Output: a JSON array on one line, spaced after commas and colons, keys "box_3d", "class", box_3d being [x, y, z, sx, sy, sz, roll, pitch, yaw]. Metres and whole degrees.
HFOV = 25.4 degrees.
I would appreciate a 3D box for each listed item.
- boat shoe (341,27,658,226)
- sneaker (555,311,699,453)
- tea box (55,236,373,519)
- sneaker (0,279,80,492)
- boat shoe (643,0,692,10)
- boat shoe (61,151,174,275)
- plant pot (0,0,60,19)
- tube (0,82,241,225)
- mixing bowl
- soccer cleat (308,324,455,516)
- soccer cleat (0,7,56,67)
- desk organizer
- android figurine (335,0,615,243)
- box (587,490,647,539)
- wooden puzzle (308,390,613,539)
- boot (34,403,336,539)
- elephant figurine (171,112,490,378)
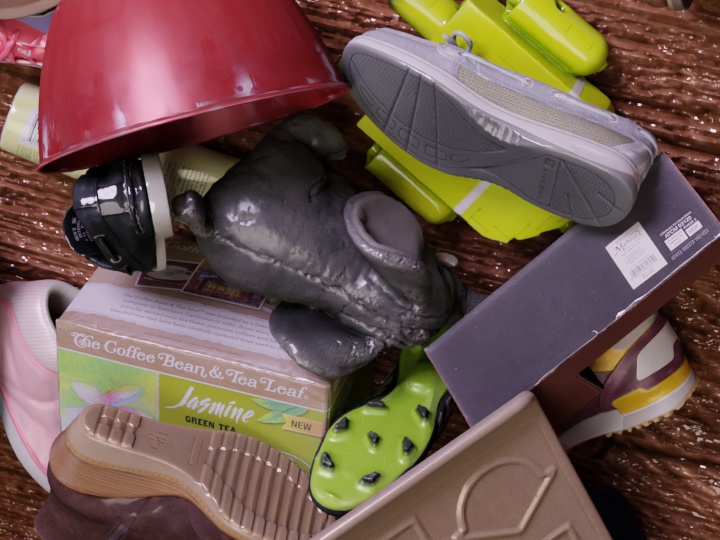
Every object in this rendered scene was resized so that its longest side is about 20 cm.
[{"box_3d": [0.084, -0.097, 0.985, 0.202, 0.065, 0.075, 25, 143, 12], "class": "boat shoe"}, {"box_3d": [0.132, 0.081, 1.119, 0.200, 0.075, 0.090, -27, 99, 24], "class": "sneaker"}, {"box_3d": [-0.102, 0.098, 1.159, 0.199, 0.134, 0.197, 12, 124, 11], "class": "tea box"}, {"box_3d": [-0.222, 0.094, 1.233, 0.104, 0.075, 0.201, -15, 110, 31], "class": "sneaker"}, {"box_3d": [0.151, -0.246, 0.915, 0.068, 0.072, 0.200, -3, 109, 25], "class": "boat shoe"}, {"box_3d": [-0.160, -0.033, 1.032, 0.066, 0.199, 0.075, -11, 91, -10], "class": "boat shoe"}, {"box_3d": [-0.231, -0.268, 1.007, 0.200, 0.093, 0.201, 8, 123, 13], "class": "plant pot"}, {"box_3d": [-0.153, -0.073, 1.130, 0.200, 0.052, 0.058, 21, 169, -5], "class": "tube"}, {"box_3d": [-0.116, -0.136, 0.980, 0.200, 0.200, 0.109, -15, 91, 25], "class": "mixing bowl"}, {"box_3d": [0.027, 0.108, 1.088, 0.067, 0.200, 0.081, 20, 133, 19], "class": "soccer cleat"}, {"box_3d": [-0.218, -0.158, 1.079, 0.200, 0.077, 0.067, 13, 123, 10], "class": "soccer cleat"}, {"box_3d": [0.148, 0.025, 1.022, 0.200, 0.072, 0.077, -41, 146, 14], "class": "desk organizer"}, {"box_3d": [0.084, -0.100, 1.037, 0.200, 0.041, 0.182, 38, 124, -6], "class": "android figurine"}, {"box_3d": [0.113, 0.265, 1.177, 0.148, 0.104, 0.200, 3, 127, -20], "class": "box"}, {"box_3d": [0.066, 0.190, 1.021, 0.185, 0.046, 0.200, -33, 121, -7], "class": "wooden puzzle"}, {"box_3d": [-0.125, 0.172, 1.107, 0.200, 0.072, 0.166, 25, 140, -2], "class": "boot"}, {"box_3d": [0.000, 0.000, 1.036, 0.200, 0.155, 0.142, 39, 157, 14], "class": "elephant figurine"}]
